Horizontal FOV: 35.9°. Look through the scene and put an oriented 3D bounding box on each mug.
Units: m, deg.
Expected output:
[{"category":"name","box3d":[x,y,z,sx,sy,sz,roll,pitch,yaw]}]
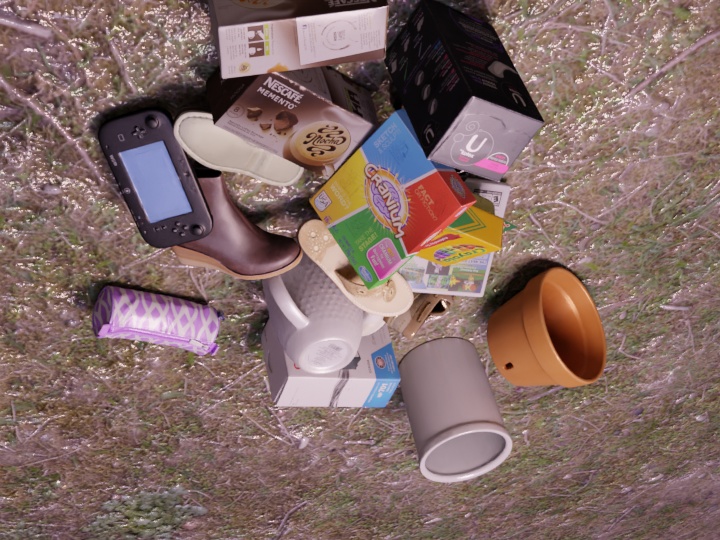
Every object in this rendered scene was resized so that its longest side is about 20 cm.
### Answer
[{"category":"mug","box3d":[-0.081,0.049,1.677,0.146,0.177,0.200,-29,140,16]}]

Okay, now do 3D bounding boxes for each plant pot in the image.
[{"category":"plant pot","box3d":[0.309,0.111,1.900,0.139,0.203,0.199,-23,145,37]}]

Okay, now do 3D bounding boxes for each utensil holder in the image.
[{"category":"utensil holder","box3d":[0.163,0.246,1.987,0.167,0.202,0.171,-10,143,-8]}]

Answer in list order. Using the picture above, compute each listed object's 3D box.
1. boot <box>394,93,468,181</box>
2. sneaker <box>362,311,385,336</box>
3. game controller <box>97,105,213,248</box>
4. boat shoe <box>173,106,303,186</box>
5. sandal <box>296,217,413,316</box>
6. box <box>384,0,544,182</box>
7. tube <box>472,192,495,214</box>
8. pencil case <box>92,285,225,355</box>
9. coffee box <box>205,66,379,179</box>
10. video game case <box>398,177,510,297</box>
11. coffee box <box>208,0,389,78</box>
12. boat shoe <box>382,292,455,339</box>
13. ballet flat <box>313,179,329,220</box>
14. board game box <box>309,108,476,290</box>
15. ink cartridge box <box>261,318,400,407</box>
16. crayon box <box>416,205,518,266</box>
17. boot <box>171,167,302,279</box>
[{"category":"boot","box3d":[0.123,-0.150,1.529,0.077,0.139,0.200,-39,140,6]},{"category":"sneaker","box3d":[0.025,0.018,1.740,0.093,0.071,0.201,11,124,-47]},{"category":"game controller","box3d":[-0.269,-0.120,1.470,0.103,0.042,0.202,-18,122,1]},{"category":"boat shoe","box3d":[-0.166,-0.171,1.471,0.199,0.061,0.072,21,117,-38]},{"category":"sandal","box3d":[-0.003,0.005,1.608,0.211,0.070,0.078,38,90,-16]},{"category":"box","box3d":[0.126,-0.226,1.393,0.121,0.202,0.106,13,130,-32]},{"category":"tube","box3d":[0.111,-0.108,1.596,0.198,0.053,0.058,19,142,-37]},{"category":"pencil case","box3d":[-0.312,0.082,1.709,0.197,0.086,0.084,13,132,-31]},{"category":"coffee box","box3d":[-0.087,-0.212,1.433,0.198,0.081,0.113,24,129,-40]},{"category":"video game case","box3d":[0.120,-0.054,1.684,0.197,0.022,0.185,5,109,-25]},{"category":"coffee box","box3d":[-0.075,-0.301,1.302,0.196,0.116,0.080,-8,142,-9]},{"category":"boat shoe","box3d":[0.117,0.045,1.764,0.199,0.064,0.072,-38,162,-37]},{"category":"ballet flat","box3d":[-0.027,-0.120,1.582,0.074,0.069,0.201,-1,143,-15]},{"category":"board game box","box3d":[0.038,-0.093,1.470,0.200,0.154,0.040,-43,168,37]},{"category":"ink cartridge box","box3d":[-0.050,0.142,1.825,0.197,0.148,0.086,4,140,-24]},{"category":"crayon box","box3d":[0.114,-0.059,1.584,0.198,0.052,0.126,19,157,-33]},{"category":"boot","box3d":[-0.184,-0.068,1.557,0.196,0.073,0.168,2,137,5]}]
